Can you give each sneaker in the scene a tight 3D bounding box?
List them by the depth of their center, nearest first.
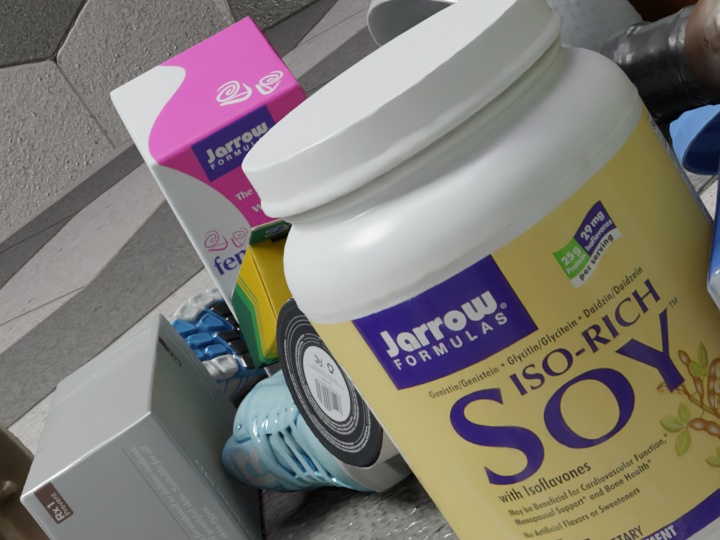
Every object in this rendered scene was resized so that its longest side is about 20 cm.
[{"bbox_3d":[-0.028,0.091,0.781,0.082,0.074,0.200,-36,3,-4],"label":"sneaker"},{"bbox_3d":[-0.122,0.080,1.035,0.200,0.075,0.087,-31,-25,-43],"label":"sneaker"}]

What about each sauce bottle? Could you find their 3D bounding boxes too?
[{"bbox_3d":[0.161,-0.089,0.520,0.065,0.065,0.200,-43,17,-33],"label":"sauce bottle"}]

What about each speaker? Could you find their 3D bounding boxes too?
[{"bbox_3d":[0.066,0.013,0.690,0.200,0.081,0.081,-24,8,-28],"label":"speaker"}]

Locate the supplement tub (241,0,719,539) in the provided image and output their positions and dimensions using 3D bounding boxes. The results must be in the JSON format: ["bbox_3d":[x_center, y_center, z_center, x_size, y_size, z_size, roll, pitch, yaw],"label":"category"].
[{"bbox_3d":[0.062,0.010,0.560,0.145,0.200,0.145,-32,14,9],"label":"supplement tub"}]

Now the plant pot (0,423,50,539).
[{"bbox_3d":[-0.268,0.182,0.821,0.183,0.200,0.200,-44,13,8],"label":"plant pot"}]

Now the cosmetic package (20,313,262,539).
[{"bbox_3d":[-0.116,0.108,0.839,0.090,0.107,0.200,-35,16,0],"label":"cosmetic package"}]

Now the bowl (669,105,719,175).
[{"bbox_3d":[0.233,-0.108,0.702,0.200,0.039,0.201,-22,-14,-6],"label":"bowl"}]

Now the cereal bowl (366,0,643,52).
[{"bbox_3d":[0.110,-0.163,1.015,0.084,0.200,0.200,-64,21,-11],"label":"cereal bowl"}]

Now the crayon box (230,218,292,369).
[{"bbox_3d":[0.000,0.000,0.820,0.125,0.052,0.200,-20,-8,-10],"label":"crayon box"}]

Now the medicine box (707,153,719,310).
[{"bbox_3d":[0.235,-0.037,0.526,0.200,0.103,0.182,-28,15,26],"label":"medicine box"}]

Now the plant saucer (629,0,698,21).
[{"bbox_3d":[0.193,-0.196,1.015,0.200,0.200,0.038,0,66,66],"label":"plant saucer"}]

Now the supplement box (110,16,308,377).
[{"bbox_3d":[-0.059,-0.038,0.947,0.101,0.200,0.103,-30,38,-3],"label":"supplement box"}]
